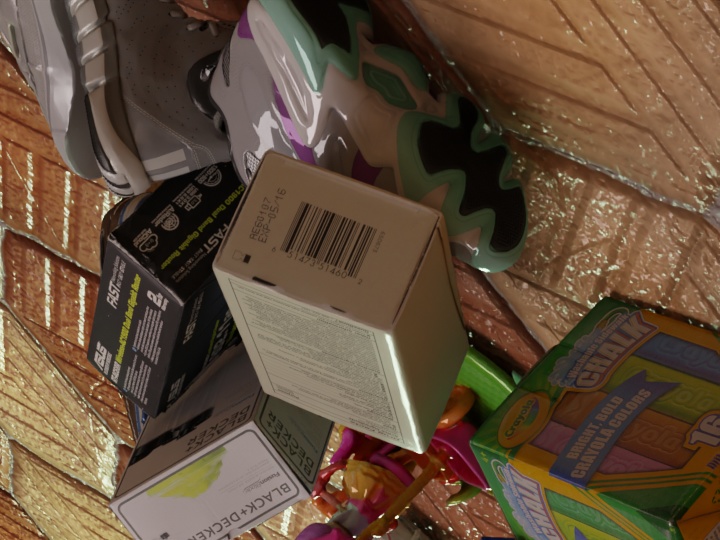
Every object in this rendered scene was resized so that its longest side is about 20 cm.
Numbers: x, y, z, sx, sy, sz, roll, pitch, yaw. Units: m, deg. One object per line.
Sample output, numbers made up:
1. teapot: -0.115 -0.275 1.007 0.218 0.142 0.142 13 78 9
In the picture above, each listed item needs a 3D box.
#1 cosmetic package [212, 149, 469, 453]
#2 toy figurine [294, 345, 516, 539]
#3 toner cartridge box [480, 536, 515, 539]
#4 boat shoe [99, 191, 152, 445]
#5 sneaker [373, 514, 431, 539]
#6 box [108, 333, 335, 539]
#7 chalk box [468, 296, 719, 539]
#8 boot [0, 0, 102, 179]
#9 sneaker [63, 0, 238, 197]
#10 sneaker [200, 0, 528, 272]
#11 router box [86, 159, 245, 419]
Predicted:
1. cosmetic package: -0.006 0.020 1.515 0.103 0.073 0.200 21 164 12
2. toy figurine: 0.006 0.147 1.766 0.150 0.184 0.200 50 159 -21
3. toner cartridge box: 0.093 0.221 1.726 0.043 0.096 0.200 3 167 5
4. boat shoe: -0.135 0.049 1.920 0.072 0.072 0.201 -3 91 55
5. sneaker: 0.039 0.217 1.983 0.200 0.078 0.100 6 132 56
6. box: -0.074 0.091 1.773 0.116 0.200 0.060 -30 108 23
7. chalk box: 0.149 0.107 1.532 0.200 0.124 0.125 18 146 48
8. boot: -0.189 -0.152 1.774 0.095 0.073 0.201 39 149 31
9. sneaker: -0.107 -0.145 1.628 0.075 0.115 0.201 78 180 -76
10. sneaker: -0.007 -0.054 1.540 0.200 0.078 0.140 51 132 9
11. router box: -0.087 -0.012 1.709 0.062 0.150 0.200 41 158 9
